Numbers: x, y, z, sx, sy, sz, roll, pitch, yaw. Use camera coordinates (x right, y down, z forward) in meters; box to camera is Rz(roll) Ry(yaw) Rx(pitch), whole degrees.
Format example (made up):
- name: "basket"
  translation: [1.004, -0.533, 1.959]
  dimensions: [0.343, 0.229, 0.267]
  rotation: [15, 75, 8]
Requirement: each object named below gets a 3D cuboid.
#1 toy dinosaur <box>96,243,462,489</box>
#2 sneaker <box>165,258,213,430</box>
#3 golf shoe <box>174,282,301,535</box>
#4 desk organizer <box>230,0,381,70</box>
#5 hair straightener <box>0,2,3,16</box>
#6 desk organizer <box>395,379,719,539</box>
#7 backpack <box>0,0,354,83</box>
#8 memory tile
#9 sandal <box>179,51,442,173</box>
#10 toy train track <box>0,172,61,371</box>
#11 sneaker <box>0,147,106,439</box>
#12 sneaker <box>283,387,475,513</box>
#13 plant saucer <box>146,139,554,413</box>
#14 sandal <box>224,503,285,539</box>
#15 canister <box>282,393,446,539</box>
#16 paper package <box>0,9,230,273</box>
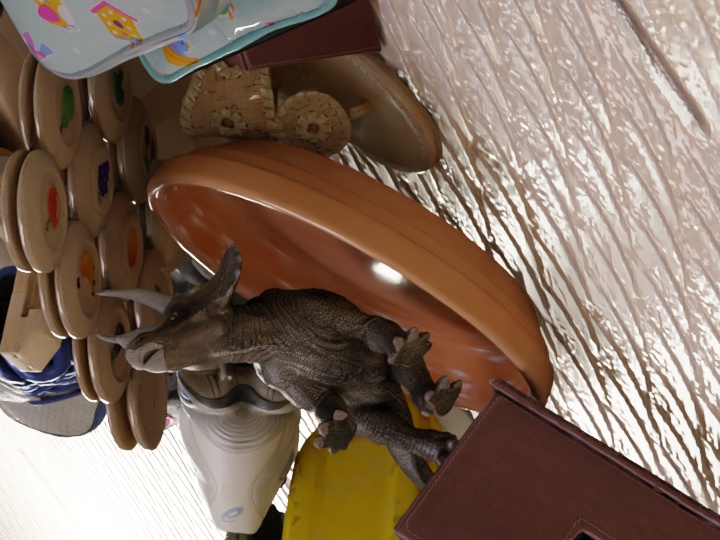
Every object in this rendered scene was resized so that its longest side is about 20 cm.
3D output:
- name: "toy dinosaur"
  translation: [-0.008, 0.039, 1.016]
  dimensions: [0.200, 0.077, 0.102]
  rotation: [21, -167, -49]
- name: "sneaker"
  translation: [-0.107, 0.046, 1.365]
  dimensions: [0.079, 0.095, 0.200]
  rotation: [49, 159, 14]
- name: "golf shoe"
  translation: [-0.060, 0.064, 1.189]
  dimensions: [0.200, 0.078, 0.097]
  rotation: [-73, -13, -73]
- name: "desk organizer"
  translation: [-0.084, -0.147, 1.013]
  dimensions: [0.200, 0.072, 0.077]
  rotation: [39, 159, 34]
- name: "hair straightener"
  translation: [-0.189, -0.179, 1.094]
  dimensions: [0.200, 0.041, 0.077]
  rotation: [-93, -13, -48]
- name: "desk organizer"
  translation: [0.118, 0.135, 0.963]
  dimensions: [0.200, 0.077, 0.072]
  rotation: [31, 167, 29]
- name: "backpack"
  translation: [-0.072, -0.172, 0.824]
  dimensions: [0.176, 0.153, 0.200]
  rotation: [-11, 104, 63]
- name: "memory tile"
  translation: [-0.111, -0.025, 1.033]
  dimensions: [0.017, 0.154, 0.200]
  rotation: [-2, 147, 11]
- name: "sandal"
  translation: [-0.059, -0.088, 1.060]
  dimensions: [0.212, 0.070, 0.078]
  rotation: [40, 158, 30]
- name: "toy train track"
  translation: [-0.125, -0.051, 1.076]
  dimensions: [0.032, 0.200, 0.115]
  rotation: [0, 157, 20]
- name: "sneaker"
  translation: [-0.164, 0.035, 1.153]
  dimensions: [0.200, 0.075, 0.088]
  rotation: [70, 174, -50]
- name: "sneaker"
  translation: [0.009, 0.099, 1.223]
  dimensions: [0.070, 0.080, 0.200]
  rotation: [49, 159, 13]
- name: "plant saucer"
  translation: [0.000, 0.000, 1.048]
  dimensions: [0.200, 0.038, 0.200]
  rotation: [28, 166, 7]
- name: "sandal"
  translation: [-0.050, 0.161, 1.186]
  dimensions: [0.080, 0.057, 0.201]
  rotation: [43, -171, -6]
- name: "canister"
  translation: [0.044, 0.174, 1.142]
  dimensions: [0.200, 0.086, 0.149]
  rotation: [54, -153, -34]
- name: "paper package"
  translation: [-0.168, -0.102, 1.230]
  dimensions: [0.191, 0.103, 0.200]
  rotation: [28, 150, 50]
